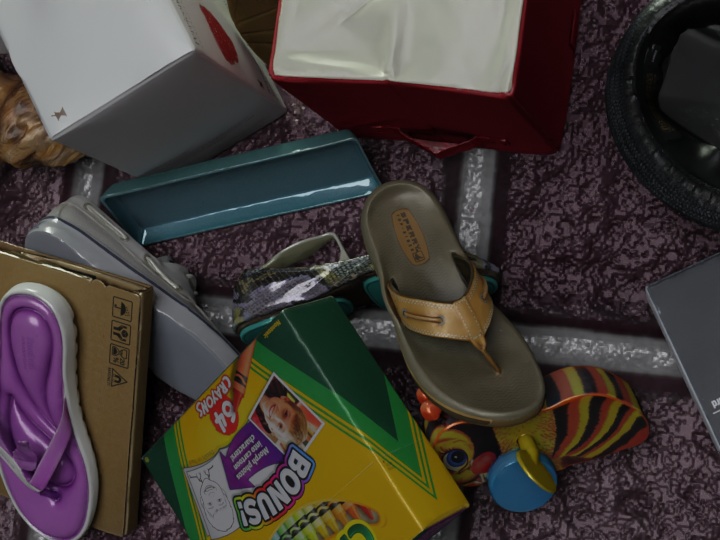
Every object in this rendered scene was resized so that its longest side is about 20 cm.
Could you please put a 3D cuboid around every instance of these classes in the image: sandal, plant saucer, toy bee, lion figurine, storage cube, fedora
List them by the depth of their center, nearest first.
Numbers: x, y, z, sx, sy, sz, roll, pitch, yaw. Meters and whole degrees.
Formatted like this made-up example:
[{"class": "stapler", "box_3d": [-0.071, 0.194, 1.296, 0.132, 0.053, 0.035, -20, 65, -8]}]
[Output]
[{"class": "sandal", "box_3d": [0.056, 0.017, 1.201, 0.080, 0.054, 0.200, -20, 66, -12]}, {"class": "fedora", "box_3d": [0.268, -0.107, 1.210, 0.200, 0.092, 0.201, -5, 76, 21]}, {"class": "toy bee", "box_3d": [0.090, 0.115, 1.216, 0.200, 0.109, 0.131, -38, 33, -10]}, {"class": "storage cube", "box_3d": [0.053, -0.187, 1.238, 0.170, 0.180, 0.201, 7, 84, 16]}, {"class": "sandal", "box_3d": [-0.239, 0.108, 1.291, 0.082, 0.050, 0.203, 5, 111, 24]}, {"class": "plant saucer", "box_3d": [-0.087, -0.062, 1.324, 0.199, 0.070, 0.019, -11, 56, 14]}, {"class": "lion figurine", "box_3d": [-0.292, -0.135, 1.386, 0.200, 0.072, 0.123, 41, 93, 19]}]

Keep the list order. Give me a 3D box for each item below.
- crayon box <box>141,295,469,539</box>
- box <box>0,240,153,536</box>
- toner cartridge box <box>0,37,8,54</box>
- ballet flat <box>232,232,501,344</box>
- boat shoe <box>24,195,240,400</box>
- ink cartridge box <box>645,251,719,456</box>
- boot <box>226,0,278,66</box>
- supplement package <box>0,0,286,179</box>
[{"class": "crayon box", "box_3d": [-0.044, 0.145, 1.239, 0.200, 0.058, 0.173, -46, 70, 39]}, {"class": "box", "box_3d": [-0.232, 0.083, 1.321, 0.163, 0.021, 0.200, 16, 115, 20]}, {"class": "toner cartridge box", "box_3d": [-0.221, -0.221, 1.299, 0.095, 0.200, 0.043, -7, 72, -18]}, {"class": "ballet flat", "box_3d": [0.000, 0.000, 1.290, 0.200, 0.072, 0.072, -12, 80, 12]}, {"class": "boat shoe", "box_3d": [-0.150, 0.019, 1.326, 0.200, 0.071, 0.070, 38, 49, 0]}, {"class": "ink cartridge box", "box_3d": [0.319, 0.060, 1.203, 0.198, 0.043, 0.200, -26, 78, 11]}, {"class": "boot", "box_3d": [-0.052, -0.256, 1.323, 0.073, 0.200, 0.156, -7, 39, 32]}, {"class": "supplement package", "box_3d": [-0.155, -0.153, 1.282, 0.120, 0.200, 0.121, -30, 77, 11]}]
